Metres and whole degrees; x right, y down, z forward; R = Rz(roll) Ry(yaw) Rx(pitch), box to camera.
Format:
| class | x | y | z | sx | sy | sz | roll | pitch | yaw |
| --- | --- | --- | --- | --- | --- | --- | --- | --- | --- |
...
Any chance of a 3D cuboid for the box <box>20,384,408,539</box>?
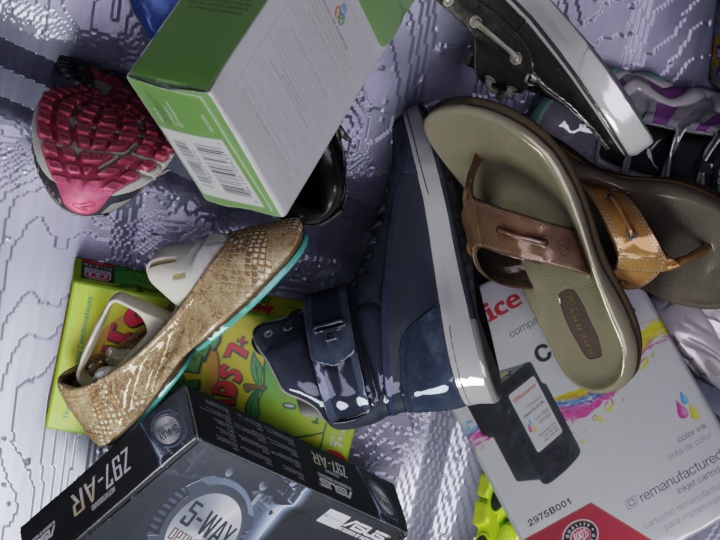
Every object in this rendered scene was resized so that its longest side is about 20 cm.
| class | x | y | z | sx | sy | sz | roll | pitch | yaw |
| --- | --- | --- | --- | --- | --- | --- | --- | --- | --- |
| box | -0.091 | 0.167 | 1.095 | 0.160 | 0.044 | 0.199 | -40 | 134 | 21 |

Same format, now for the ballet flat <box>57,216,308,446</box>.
| class | x | y | z | sx | sy | sz | roll | pitch | yaw |
| --- | --- | --- | --- | --- | --- | --- | --- | --- | --- |
| ballet flat | -0.115 | 0.027 | 1.023 | 0.065 | 0.071 | 0.200 | 40 | 110 | -10 |

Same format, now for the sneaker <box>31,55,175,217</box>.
| class | x | y | z | sx | sy | sz | roll | pitch | yaw |
| --- | --- | --- | --- | --- | --- | --- | --- | --- | --- |
| sneaker | -0.151 | -0.064 | 0.977 | 0.080 | 0.200 | 0.075 | 17 | 104 | -10 |

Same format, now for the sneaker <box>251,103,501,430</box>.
| class | x | y | z | sx | sy | sz | roll | pitch | yaw |
| --- | --- | --- | --- | --- | --- | --- | --- | --- | --- |
| sneaker | 0.000 | 0.000 | 1.055 | 0.145 | 0.204 | 0.077 | -15 | 152 | 14 |

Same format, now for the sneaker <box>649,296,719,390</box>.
| class | x | y | z | sx | sy | sz | roll | pitch | yaw |
| --- | --- | --- | --- | --- | --- | --- | --- | --- | --- |
| sneaker | 0.287 | 0.065 | 1.155 | 0.099 | 0.078 | 0.200 | -44 | 109 | 3 |

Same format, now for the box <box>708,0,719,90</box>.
| class | x | y | z | sx | sy | sz | roll | pitch | yaw |
| --- | --- | --- | --- | --- | --- | --- | --- | --- | --- |
| box | 0.335 | -0.193 | 1.046 | 0.198 | 0.122 | 0.195 | 0 | 109 | -9 |

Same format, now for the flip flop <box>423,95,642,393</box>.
| class | x | y | z | sx | sy | sz | roll | pitch | yaw |
| --- | --- | --- | --- | --- | --- | --- | --- | --- | --- |
| flip flop | 0.097 | -0.011 | 0.999 | 0.057 | 0.081 | 0.201 | -34 | 102 | -37 |

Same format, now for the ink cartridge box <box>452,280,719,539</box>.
| class | x | y | z | sx | sy | sz | roll | pitch | yaw |
| --- | --- | --- | --- | --- | --- | --- | --- | --- | --- |
| ink cartridge box | 0.139 | 0.090 | 1.088 | 0.145 | 0.083 | 0.201 | -29 | 79 | 2 |

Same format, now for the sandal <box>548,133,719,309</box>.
| class | x | y | z | sx | sy | sz | roll | pitch | yaw |
| --- | --- | --- | --- | --- | --- | --- | --- | --- | --- |
| sandal | 0.146 | -0.027 | 1.017 | 0.199 | 0.055 | 0.082 | 27 | 130 | 13 |

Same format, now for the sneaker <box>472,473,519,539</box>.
| class | x | y | z | sx | sy | sz | roll | pitch | yaw |
| --- | --- | --- | --- | --- | --- | --- | --- | --- | --- |
| sneaker | 0.124 | 0.181 | 1.184 | 0.083 | 0.074 | 0.202 | 4 | 107 | -36 |

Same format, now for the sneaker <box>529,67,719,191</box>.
| class | x | y | z | sx | sy | sz | roll | pitch | yaw |
| --- | --- | --- | --- | --- | --- | --- | --- | --- | --- |
| sneaker | 0.211 | -0.071 | 1.060 | 0.198 | 0.140 | 0.079 | 3 | 109 | -10 |

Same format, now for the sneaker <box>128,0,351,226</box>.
| class | x | y | z | sx | sy | sz | roll | pitch | yaw |
| --- | --- | --- | --- | --- | --- | --- | --- | --- | --- |
| sneaker | -0.071 | -0.113 | 1.020 | 0.076 | 0.111 | 0.201 | -31 | 110 | 4 |

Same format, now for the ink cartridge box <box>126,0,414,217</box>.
| class | x | y | z | sx | sy | sz | roll | pitch | yaw |
| --- | --- | --- | --- | --- | --- | --- | --- | --- | --- |
| ink cartridge box | -0.036 | -0.141 | 0.941 | 0.201 | 0.059 | 0.104 | -60 | 144 | -24 |

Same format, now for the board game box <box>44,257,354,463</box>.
| class | x | y | z | sx | sy | sz | roll | pitch | yaw |
| --- | --- | --- | --- | --- | --- | --- | --- | --- | --- |
| board game box | -0.097 | 0.065 | 1.112 | 0.198 | 0.048 | 0.103 | 11 | 108 | -12 |

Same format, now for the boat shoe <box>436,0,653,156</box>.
| class | x | y | z | sx | sy | sz | roll | pitch | yaw |
| --- | --- | --- | --- | --- | --- | --- | --- | --- | --- |
| boat shoe | 0.096 | -0.138 | 1.037 | 0.064 | 0.071 | 0.200 | -42 | 81 | 9 |
